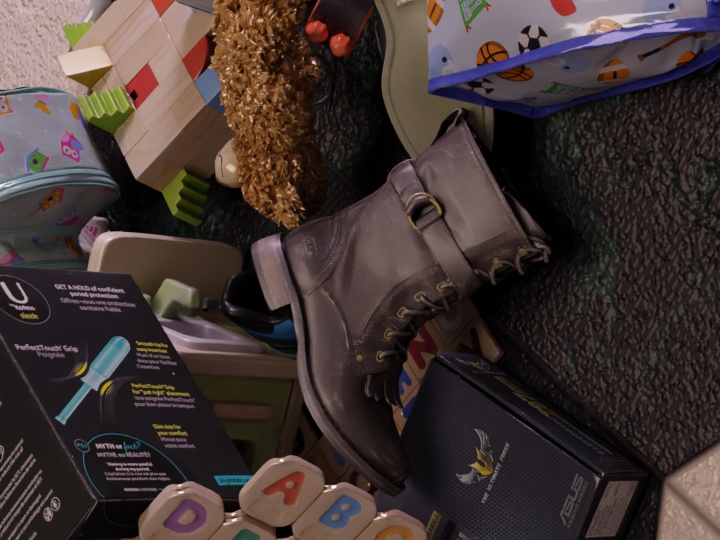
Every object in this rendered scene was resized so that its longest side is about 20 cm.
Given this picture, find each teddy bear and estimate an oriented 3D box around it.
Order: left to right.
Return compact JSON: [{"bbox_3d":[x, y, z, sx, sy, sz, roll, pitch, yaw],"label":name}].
[{"bbox_3d":[-0.068,-0.123,1.697,0.200,0.067,0.145,92,154,-42],"label":"teddy bear"}]

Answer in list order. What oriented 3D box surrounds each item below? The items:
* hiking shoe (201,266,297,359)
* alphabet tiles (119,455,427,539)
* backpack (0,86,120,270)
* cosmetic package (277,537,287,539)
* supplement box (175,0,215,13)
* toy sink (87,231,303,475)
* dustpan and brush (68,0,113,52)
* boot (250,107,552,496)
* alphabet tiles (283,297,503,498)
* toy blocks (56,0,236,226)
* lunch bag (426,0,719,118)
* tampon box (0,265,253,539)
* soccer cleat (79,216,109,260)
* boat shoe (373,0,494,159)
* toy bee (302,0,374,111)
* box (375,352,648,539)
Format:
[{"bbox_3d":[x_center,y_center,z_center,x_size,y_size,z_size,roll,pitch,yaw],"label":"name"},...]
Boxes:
[{"bbox_3d":[0.000,0.000,1.707,0.200,0.087,0.074,-31,63,26],"label":"hiking shoe"},{"bbox_3d":[-0.060,0.201,1.617,0.196,0.200,0.015,-48,29,23],"label":"alphabet tiles"},{"bbox_3d":[-0.270,-0.039,1.861,0.200,0.176,0.153,-41,69,32],"label":"backpack"},{"bbox_3d":[-0.057,0.278,1.746,0.087,0.103,0.200,-7,85,46],"label":"cosmetic package"},{"bbox_3d":[-0.082,-0.280,1.780,0.101,0.103,0.200,23,83,50],"label":"supplement box"},{"bbox_3d":[-0.117,0.086,1.799,0.112,0.130,0.200,20,100,45],"label":"toy sink"},{"bbox_3d":[-0.183,-0.236,1.965,0.200,0.057,0.140,-55,50,19],"label":"dustpan and brush"},{"bbox_3d":[0.039,0.019,1.628,0.174,0.069,0.200,-26,80,11],"label":"boot"},{"bbox_3d":[0.015,0.084,1.761,0.200,0.008,0.167,-52,53,30],"label":"alphabet tiles"},{"bbox_3d":[-0.121,-0.150,1.869,0.137,0.100,0.200,-45,47,18],"label":"toy blocks"},{"bbox_3d":[0.143,-0.194,1.571,0.200,0.124,0.170,-16,73,46],"label":"lunch bag"},{"bbox_3d":[-0.186,0.111,1.669,0.126,0.150,0.200,-52,55,27],"label":"tampon box"},{"bbox_3d":[-0.208,0.012,1.946,0.086,0.070,0.200,-47,55,38],"label":"soccer cleat"},{"bbox_3d":[0.044,-0.154,1.670,0.074,0.066,0.199,-18,102,25],"label":"boat shoe"},{"bbox_3d":[0.004,-0.181,1.723,0.131,0.109,0.200,7,112,5],"label":"toy bee"},{"bbox_3d":[0.077,0.174,1.655,0.158,0.051,0.200,36,112,39],"label":"box"}]
